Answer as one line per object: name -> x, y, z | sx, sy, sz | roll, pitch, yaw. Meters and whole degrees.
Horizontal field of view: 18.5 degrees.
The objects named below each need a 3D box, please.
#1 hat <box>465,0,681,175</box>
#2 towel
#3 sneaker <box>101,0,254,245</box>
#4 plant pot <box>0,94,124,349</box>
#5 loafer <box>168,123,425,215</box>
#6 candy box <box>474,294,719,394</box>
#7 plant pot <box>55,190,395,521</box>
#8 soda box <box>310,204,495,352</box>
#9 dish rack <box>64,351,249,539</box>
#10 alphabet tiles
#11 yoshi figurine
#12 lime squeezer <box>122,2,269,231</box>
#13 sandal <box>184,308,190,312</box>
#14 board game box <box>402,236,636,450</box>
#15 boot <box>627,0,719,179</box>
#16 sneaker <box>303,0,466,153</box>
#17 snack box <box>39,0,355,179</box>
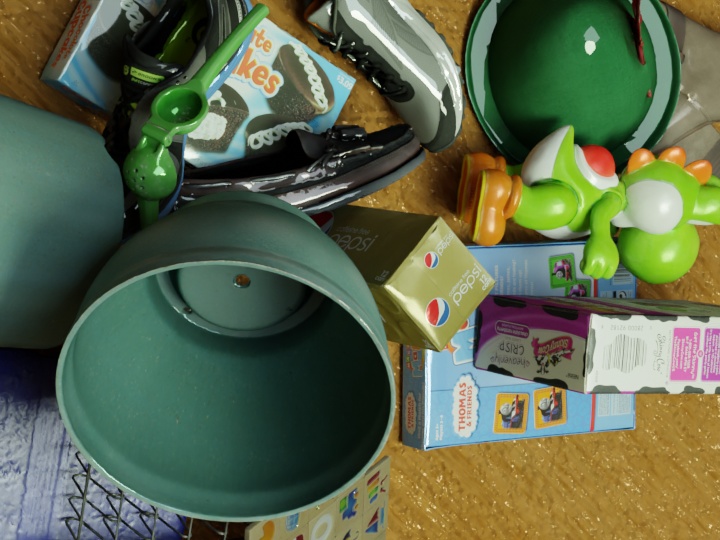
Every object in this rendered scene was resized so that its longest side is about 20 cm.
hat -> 0.170, -0.155, 1.587 | 0.166, 0.176, 0.200 | -22, 99, -7
towel -> -0.207, 0.125, 1.484 | 0.200, 0.050, 0.148 | 6, 98, -33
sneaker -> -0.139, -0.109, 1.434 | 0.200, 0.071, 0.083 | -64, 151, -9
plant pot -> -0.265, -0.038, 1.356 | 0.196, 0.200, 0.200 | 12, 88, -41
loafer -> -0.047, -0.067, 1.508 | 0.200, 0.072, 0.063 | -24, 106, -22
candy box -> 0.204, 0.055, 1.635 | 0.200, 0.136, 0.061 | 1, 95, -32
plant pot -> -0.077, 0.036, 1.351 | 0.200, 0.134, 0.200 | 1, 126, 2
soda box -> 0.000, 0.000, 1.507 | 0.064, 0.200, 0.068 | -51, 118, -18
dish rack -> -0.128, 0.136, 1.470 | 0.153, 0.055, 0.200 | 0, 111, -30
alphabet tiles -> -0.040, 0.216, 1.557 | 0.200, 0.006, 0.166 | -35, 137, -45
yoshi figurine -> 0.174, -0.033, 1.642 | 0.200, 0.112, 0.112 | 2, 67, -9
lime squeezer -> -0.111, -0.080, 1.391 | 0.071, 0.038, 0.200 | 19, 95, -49
sandal -> -0.125, 0.035, 1.503 | 0.200, 0.082, 0.055 | 3, 92, -31
board game box -> 0.123, 0.053, 1.686 | 0.200, 0.037, 0.151 | -3, 96, -33
boot -> 0.265, -0.166, 1.737 | 0.146, 0.070, 0.200 | 40, 73, -26
sneaker -> 0.005, -0.167, 1.572 | 0.079, 0.074, 0.200 | -38, 107, -26
snack box -> -0.109, -0.132, 1.523 | 0.200, 0.037, 0.116 | 32, 80, -30
